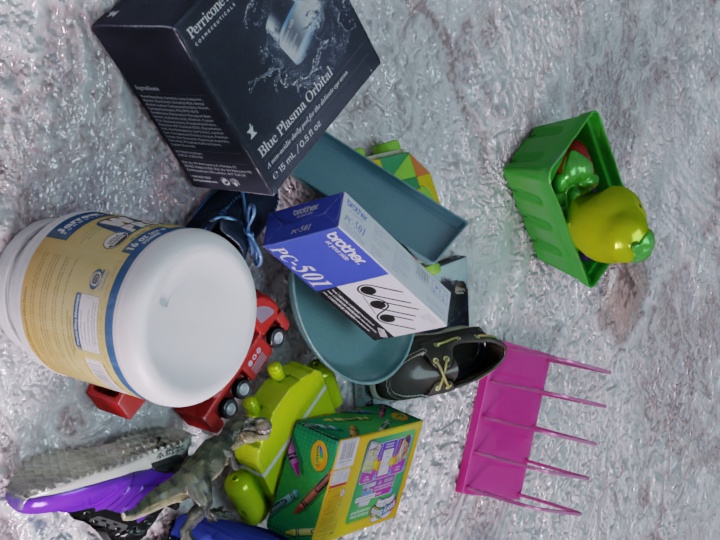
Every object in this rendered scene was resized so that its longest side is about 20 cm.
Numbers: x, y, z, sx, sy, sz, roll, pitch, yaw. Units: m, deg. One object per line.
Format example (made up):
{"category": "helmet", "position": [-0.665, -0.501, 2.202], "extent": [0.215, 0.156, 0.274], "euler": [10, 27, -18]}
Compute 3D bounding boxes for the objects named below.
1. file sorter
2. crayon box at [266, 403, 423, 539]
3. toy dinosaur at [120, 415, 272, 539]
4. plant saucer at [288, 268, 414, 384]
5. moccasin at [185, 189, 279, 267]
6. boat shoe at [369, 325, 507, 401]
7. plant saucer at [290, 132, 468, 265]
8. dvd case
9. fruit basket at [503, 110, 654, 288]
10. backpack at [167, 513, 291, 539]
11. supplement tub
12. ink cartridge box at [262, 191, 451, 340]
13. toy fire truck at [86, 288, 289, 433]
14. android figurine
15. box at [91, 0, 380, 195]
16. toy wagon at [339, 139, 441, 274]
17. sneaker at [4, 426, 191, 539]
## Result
{"category": "file sorter", "position": [0.230, 0.204, 1.739], "extent": [0.139, 0.125, 0.201], "euler": [17, 85, -49]}
{"category": "crayon box", "position": [-0.013, 0.216, 1.452], "extent": [0.200, 0.058, 0.119], "euler": [0, 108, -62]}
{"category": "toy dinosaur", "position": [-0.153, 0.210, 1.271], "extent": [0.200, 0.047, 0.089], "euler": [-37, 123, -48]}
{"category": "plant saucer", "position": [-0.015, 0.025, 1.453], "extent": [0.199, 0.036, 0.201], "euler": [16, 68, -46]}
{"category": "moccasin", "position": [-0.134, -0.019, 1.310], "extent": [0.200, 0.068, 0.081], "euler": [-51, 132, -33]}
{"category": "boat shoe", "position": [0.092, 0.108, 1.575], "extent": [0.201, 0.060, 0.072], "euler": [-18, 111, -46]}
{"category": "plant saucer", "position": [0.010, -0.076, 1.394], "extent": [0.070, 0.200, 0.019], "euler": [-48, 165, -33]}
{"category": "dvd case", "position": [0.062, 0.073, 1.596], "extent": [0.199, 0.022, 0.147], "euler": [-17, 111, -45]}
{"category": "fruit basket", "position": [0.299, -0.080, 1.705], "extent": [0.156, 0.215, 0.216], "euler": [-51, 132, -29]}
{"category": "backpack", "position": [-0.126, 0.360, 1.328], "extent": [0.162, 0.167, 0.201], "euler": [23, 84, -42]}
{"category": "supplement tub", "position": [-0.201, 0.027, 1.140], "extent": [0.144, 0.199, 0.146], "euler": [-14, 108, -48]}
{"category": "ink cartridge box", "position": [0.000, 0.000, 1.362], "extent": [0.200, 0.094, 0.044], "euler": [42, 46, -42]}
{"category": "toy fire truck", "position": [-0.161, 0.081, 1.315], "extent": [0.200, 0.049, 0.141], "euler": [-57, 135, -25]}
{"category": "android figurine", "position": [-0.077, 0.174, 1.411], "extent": [0.182, 0.041, 0.200], "euler": [-55, 148, -26]}
{"category": "box", "position": [-0.109, -0.210, 1.266], "extent": [0.197, 0.117, 0.200], "euler": [-54, 132, -28]}
{"category": "toy wagon", "position": [0.021, -0.057, 1.457], "extent": [0.200, 0.039, 0.156], "euler": [-18, 90, -53]}
{"category": "sneaker", "position": [-0.233, 0.212, 1.243], "extent": [0.200, 0.069, 0.100], "euler": [-10, 107, -48]}
